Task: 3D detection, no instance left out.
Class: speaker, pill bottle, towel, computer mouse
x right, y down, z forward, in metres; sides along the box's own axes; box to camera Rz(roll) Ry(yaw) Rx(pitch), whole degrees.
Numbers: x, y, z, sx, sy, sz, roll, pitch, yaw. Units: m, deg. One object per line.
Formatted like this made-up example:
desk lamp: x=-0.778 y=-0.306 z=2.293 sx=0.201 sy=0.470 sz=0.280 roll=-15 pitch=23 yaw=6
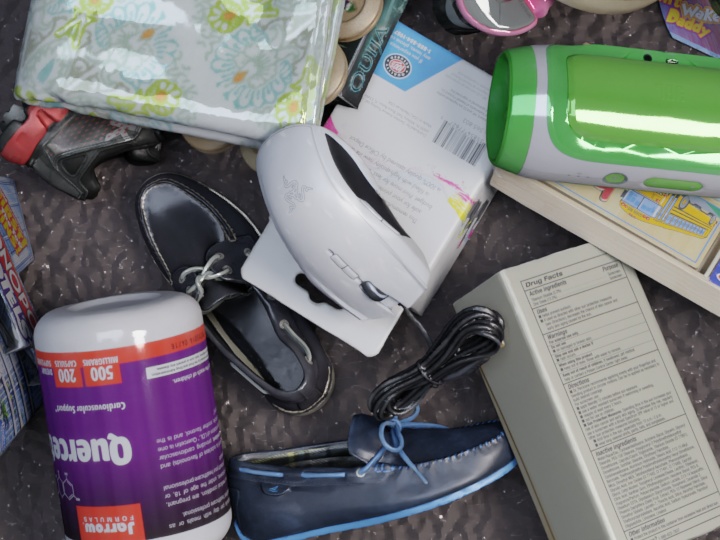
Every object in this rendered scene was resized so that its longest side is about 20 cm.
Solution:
speaker: x=0.183 y=-0.093 z=1.235 sx=0.198 sy=0.088 sz=0.089 roll=6 pitch=84 yaw=-7
pill bottle: x=-0.147 y=0.119 z=1.289 sx=0.112 sy=0.112 sz=0.202 roll=-7 pitch=97 yaw=7
towel: x=-0.106 y=-0.173 z=1.237 sx=0.198 sy=0.048 sz=0.173 roll=11 pitch=80 yaw=1
computer mouse: x=0.000 y=0.000 z=1.219 sx=0.109 sy=0.044 sz=0.200 roll=-29 pitch=108 yaw=30

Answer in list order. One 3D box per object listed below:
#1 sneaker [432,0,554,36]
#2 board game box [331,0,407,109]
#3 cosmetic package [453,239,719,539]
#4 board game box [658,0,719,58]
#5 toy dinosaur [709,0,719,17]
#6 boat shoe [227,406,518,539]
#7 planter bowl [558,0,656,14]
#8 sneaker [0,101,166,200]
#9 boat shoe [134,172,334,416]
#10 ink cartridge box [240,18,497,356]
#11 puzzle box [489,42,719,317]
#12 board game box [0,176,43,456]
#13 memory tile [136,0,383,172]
sneaker: x=0.125 y=-0.221 z=1.320 sx=0.200 sy=0.095 sz=0.079 roll=-37 pitch=96 yaw=-22
board game box: x=-0.014 y=-0.217 z=1.327 sx=0.135 sy=0.028 sz=0.201 roll=20 pitch=82 yaw=40
cosmetic package: x=0.150 y=0.089 z=1.262 sx=0.103 sy=0.073 sz=0.201 roll=-16 pitch=78 yaw=-30
board game box: x=0.296 y=-0.205 z=1.310 sx=0.199 sy=0.039 sz=0.159 roll=27 pitch=88 yaw=11
toy dinosaur: x=0.266 y=-0.172 z=1.251 sx=0.088 sy=0.200 sz=0.048 roll=-39 pitch=46 yaw=1
boat shoe: x=0.005 y=0.128 z=1.290 sx=0.199 sy=0.084 sz=0.069 roll=-17 pitch=98 yaw=4
planter bowl: x=0.177 y=-0.277 z=1.223 sx=0.199 sy=0.134 sz=0.202 roll=8 pitch=74 yaw=-30
sneaker: x=-0.155 y=-0.129 z=1.354 sx=0.098 sy=0.071 sz=0.201 roll=44 pitch=80 yaw=-7
boat shoe: x=-0.088 y=0.010 z=1.329 sx=0.072 sy=0.063 sz=0.200 roll=-37 pitch=80 yaw=2
ink cartridge box: x=0.020 y=-0.051 z=1.318 sx=0.115 sy=0.068 sz=0.201 roll=31 pitch=88 yaw=12
puzzle box: x=0.199 y=-0.056 z=1.281 sx=0.199 sy=0.025 sz=0.133 roll=30 pitch=56 yaw=10
board game box: x=-0.258 y=0.013 z=1.304 sx=0.061 sy=0.200 sz=0.201 roll=-22 pitch=100 yaw=9
memory tile: x=-0.064 y=-0.169 z=1.288 sx=0.152 sy=0.017 sz=0.201 roll=23 pitch=84 yaw=23
